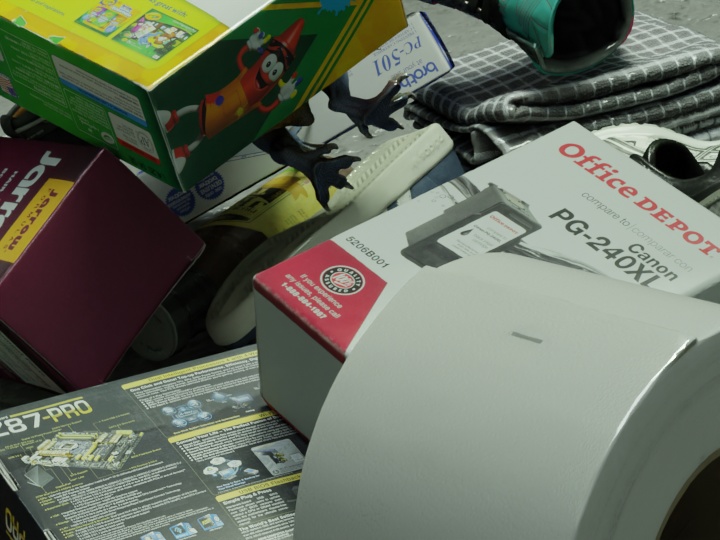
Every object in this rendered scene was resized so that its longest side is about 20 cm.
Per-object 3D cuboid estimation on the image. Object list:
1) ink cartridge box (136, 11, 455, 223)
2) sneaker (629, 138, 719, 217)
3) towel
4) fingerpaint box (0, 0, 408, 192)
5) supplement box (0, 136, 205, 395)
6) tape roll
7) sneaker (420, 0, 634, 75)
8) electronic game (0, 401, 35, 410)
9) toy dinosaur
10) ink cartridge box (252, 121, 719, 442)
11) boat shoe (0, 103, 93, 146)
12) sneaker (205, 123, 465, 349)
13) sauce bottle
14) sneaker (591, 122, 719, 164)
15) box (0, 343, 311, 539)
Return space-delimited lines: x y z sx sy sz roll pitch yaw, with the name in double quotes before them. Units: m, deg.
"ink cartridge box" -0.038 -0.094 1.622 0.199 0.044 0.094 -30 3 7
"sneaker" 0.156 -0.025 1.415 0.074 0.088 0.200 5 -9 -40
"towel" 0.138 -0.106 1.670 0.199 0.086 0.166 -17 24 -21
"fingerpaint box" -0.103 -0.143 1.406 0.167 0.074 0.200 -39 43 -25
"supplement box" -0.189 -0.006 1.437 0.111 0.086 0.200 -54 29 -17
"tape roll" 0.090 0.103 1.044 0.139 0.204 0.202 16 32 41
"sneaker" 0.085 -0.174 1.585 0.199 0.084 0.121 14 12 -22
"electronic game" -0.158 0.112 1.299 0.199 0.042 0.200 -6 23 3
"toy dinosaur" -0.048 -0.123 1.478 0.181 0.105 0.200 41 14 36
"ink cartridge box" 0.072 0.026 1.217 0.200 0.084 0.145 -27 44 -27
"boat shoe" -0.129 -0.138 1.510 0.200 0.068 0.072 -53 18 -17
"sneaker" 0.000 0.000 1.473 0.200 0.085 0.075 -40 15 -32
"sauce bottle" -0.066 -0.006 1.520 0.064 0.065 0.200 7 25 30
"sneaker" 0.190 -0.041 1.513 0.199 0.076 0.088 -8 23 -1
"box" -0.065 0.104 1.221 0.199 0.049 0.161 -14 39 -27
